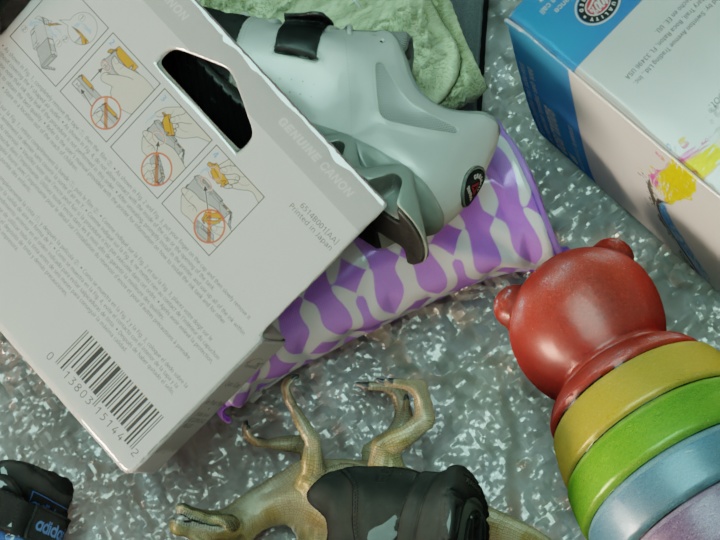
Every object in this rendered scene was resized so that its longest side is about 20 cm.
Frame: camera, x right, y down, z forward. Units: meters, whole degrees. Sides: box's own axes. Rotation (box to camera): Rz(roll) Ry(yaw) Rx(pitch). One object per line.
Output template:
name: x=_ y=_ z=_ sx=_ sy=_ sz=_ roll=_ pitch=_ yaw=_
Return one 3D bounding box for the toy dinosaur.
toy dinosaur: x=0.011 y=0.103 z=1.271 sx=0.198 sy=0.058 sz=0.102 roll=2 pitch=86 yaw=8

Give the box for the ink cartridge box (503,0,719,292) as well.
ink cartridge box: x=0.195 y=-0.080 z=1.249 sx=0.147 sy=0.145 sz=0.200 roll=-44 pitch=69 yaw=-8

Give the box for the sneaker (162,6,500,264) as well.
sneaker: x=-0.021 y=-0.087 z=1.260 sx=0.199 sy=0.074 sz=0.089 roll=34 pitch=69 yaw=19

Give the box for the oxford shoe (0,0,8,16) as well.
oxford shoe: x=-0.175 y=-0.172 z=1.259 sx=0.071 sy=0.071 sz=0.201 roll=39 pitch=71 yaw=-16

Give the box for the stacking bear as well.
stacking bear: x=0.137 y=0.077 z=1.224 sx=0.121 sy=0.114 sz=0.201 roll=-29 pitch=63 yaw=-2

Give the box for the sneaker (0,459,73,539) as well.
sneaker: x=-0.163 y=0.153 z=1.259 sx=0.200 sy=0.077 sz=0.111 roll=37 pitch=85 yaw=24

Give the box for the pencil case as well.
pencil case: x=0.000 y=0.000 z=1.290 sx=0.199 sy=0.084 sz=0.086 roll=-25 pitch=106 yaw=2

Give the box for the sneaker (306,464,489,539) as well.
sneaker: x=0.003 y=0.185 z=1.215 sx=0.090 sy=0.076 sz=0.202 roll=7 pitch=83 yaw=20

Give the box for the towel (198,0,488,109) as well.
towel: x=-0.051 y=-0.105 z=1.314 sx=0.199 sy=0.036 sz=0.149 roll=-30 pitch=83 yaw=8

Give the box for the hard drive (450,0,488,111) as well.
hard drive: x=-0.002 y=-0.156 z=1.373 sx=0.138 sy=0.033 sz=0.202 roll=1 pitch=70 yaw=10

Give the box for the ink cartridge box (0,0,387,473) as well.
ink cartridge box: x=-0.107 y=-0.036 z=1.240 sx=0.176 sy=0.045 sz=0.200 roll=-45 pitch=77 yaw=8
